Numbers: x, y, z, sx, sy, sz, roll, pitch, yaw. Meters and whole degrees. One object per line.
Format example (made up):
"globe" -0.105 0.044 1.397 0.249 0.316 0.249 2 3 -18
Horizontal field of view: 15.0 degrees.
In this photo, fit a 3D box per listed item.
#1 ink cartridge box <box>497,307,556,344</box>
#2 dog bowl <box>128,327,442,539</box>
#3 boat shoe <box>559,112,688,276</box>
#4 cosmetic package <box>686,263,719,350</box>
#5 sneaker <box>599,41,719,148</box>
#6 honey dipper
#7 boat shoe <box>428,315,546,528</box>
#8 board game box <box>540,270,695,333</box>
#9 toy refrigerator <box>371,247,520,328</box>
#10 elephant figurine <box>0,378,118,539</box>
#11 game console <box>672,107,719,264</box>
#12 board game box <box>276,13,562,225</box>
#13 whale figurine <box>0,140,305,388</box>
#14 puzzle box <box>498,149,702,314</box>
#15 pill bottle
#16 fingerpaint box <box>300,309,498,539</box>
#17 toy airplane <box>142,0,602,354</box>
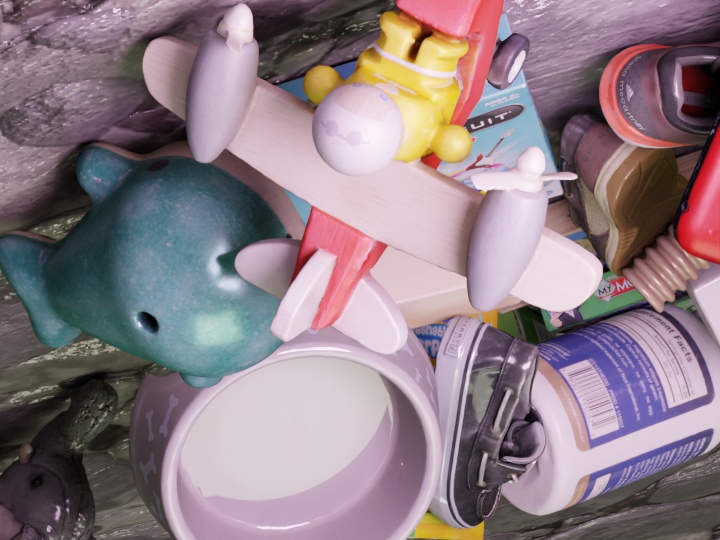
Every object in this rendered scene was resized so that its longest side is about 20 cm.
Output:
"ink cartridge box" 0.048 0.090 2.055 0.199 0.060 0.104 -21 162 16
"dog bowl" -0.041 0.110 1.673 0.199 0.059 0.201 -6 117 -11
"boat shoe" 0.162 -0.054 1.710 0.073 0.065 0.200 -43 163 -8
"cosmetic package" 0.308 -0.020 1.782 0.200 0.085 0.108 -29 -159 7
"sneaker" 0.240 -0.100 1.580 0.199 0.077 0.082 -6 180 -26
"honey dipper" 0.249 -0.054 1.728 0.200 0.038 0.038 -44 159 2
"boat shoe" 0.084 0.111 1.776 0.071 0.072 0.200 19 146 16
"board game box" 0.217 0.013 1.962 0.134 0.029 0.200 -21 171 17
"toy refrigerator" 0.000 0.000 1.719 0.199 0.076 0.070 -13 163 -8
"elephant figurine" -0.243 0.187 1.950 0.200 0.155 0.142 -15 -158 42
"game console" 0.272 -0.096 1.557 0.172 0.201 0.119 17 -164 -17
"board game box" 0.030 -0.071 1.574 0.150 0.047 0.200 -17 163 5
"whale figurine" -0.124 0.007 1.515 0.199 0.160 0.104 -10 -153 32
"puzzle box" 0.166 -0.025 1.864 0.199 0.026 0.133 -20 162 14
"pill bottle" 0.184 0.087 1.874 0.199 0.111 0.111 -18 166 -29
"fingerpaint box" 0.003 0.096 1.841 0.073 0.168 0.200 1 175 38
"toy airplane" 0.002 -0.054 1.354 0.199 0.200 0.141 -17 173 12
